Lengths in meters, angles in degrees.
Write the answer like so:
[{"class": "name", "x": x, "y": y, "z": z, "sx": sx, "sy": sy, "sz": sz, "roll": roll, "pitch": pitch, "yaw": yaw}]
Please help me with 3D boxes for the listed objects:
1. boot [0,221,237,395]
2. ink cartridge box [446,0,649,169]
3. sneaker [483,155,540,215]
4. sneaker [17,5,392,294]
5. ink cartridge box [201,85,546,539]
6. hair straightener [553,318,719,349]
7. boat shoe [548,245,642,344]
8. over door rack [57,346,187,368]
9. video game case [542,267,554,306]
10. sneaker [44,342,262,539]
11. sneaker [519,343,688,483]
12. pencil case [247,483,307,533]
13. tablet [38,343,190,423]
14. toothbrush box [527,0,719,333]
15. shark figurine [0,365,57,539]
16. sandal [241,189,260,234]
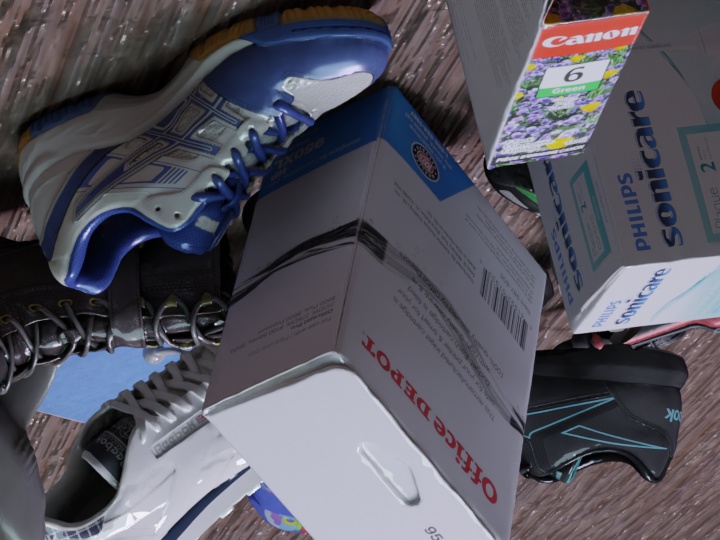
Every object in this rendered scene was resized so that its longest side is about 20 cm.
[{"class": "boot", "x": -0.141, "y": 0.026, "z": 1.338, "sx": 0.173, "sy": 0.200, "sz": 0.070, "roll": -4, "pitch": 126, "yaw": 5}, {"class": "ink cartridge box", "x": 0.078, "y": -0.134, "z": 1.141, "sx": 0.050, "sy": 0.110, "sz": 0.200, "roll": -9, "pitch": 159, "yaw": -12}, {"class": "sneaker", "x": 0.135, "y": -0.041, "z": 1.460, "sx": 0.199, "sy": 0.078, "sz": 0.085, "roll": 7, "pitch": 152, "yaw": -44}, {"class": "sneaker", "x": -0.066, "y": -0.053, "z": 1.295, "sx": 0.199, "sy": 0.089, "sz": 0.075, "roll": -25, "pitch": 155, "yaw": 24}, {"class": "ink cartridge box", "x": 0.011, "y": 0.034, "z": 1.344, "sx": 0.084, "sy": 0.201, "sz": 0.145, "roll": -24, "pitch": 122, "yaw": 28}, {"class": "hair straightener", "x": 0.202, "y": 0.036, "z": 1.734, "sx": 0.199, "sy": 0.041, "sz": 0.077, "roll": -25, "pitch": 166, "yaw": 7}, {"class": "boat shoe", "x": 0.148, "y": -0.002, "z": 1.607, "sx": 0.072, "sy": 0.068, "sz": 0.200, "roll": -50, "pitch": 168, "yaw": 2}, {"class": "over door rack", "x": -0.150, "y": 0.070, "z": 1.509, "sx": 0.200, "sy": 0.067, "sz": 0.148, "roll": -55, "pitch": 147, "yaw": 9}, {"class": "video game case", "x": 0.003, "y": 0.059, "z": 1.698, "sx": 0.181, "sy": 0.023, "sz": 0.200, "roll": -10, "pitch": 160, "yaw": -22}, {"class": "sneaker", "x": -0.092, "y": 0.082, "z": 1.469, "sx": 0.200, "sy": 0.076, "sz": 0.081, "roll": -50, "pitch": 131, "yaw": -7}, {"class": "sneaker", "x": 0.090, "y": 0.082, "z": 1.619, "sx": 0.199, "sy": 0.080, "sz": 0.075, "roll": 1, "pitch": 174, "yaw": 13}, {"class": "pencil case", "x": -0.034, "y": 0.098, "z": 1.602, "sx": 0.086, "sy": 0.079, "sz": 0.200, "roll": 5, "pitch": 165, "yaw": 1}, {"class": "tablet", "x": -0.167, "y": 0.047, "z": 1.593, "sx": 0.130, "sy": 0.014, "sz": 0.200, "roll": -24, "pitch": 156, "yaw": 26}, {"class": "toothbrush box", "x": 0.186, "y": -0.060, "z": 1.347, "sx": 0.199, "sy": 0.147, "sz": 0.085, "roll": -6, "pitch": 158, "yaw": -16}, {"class": "shark figurine", "x": -0.242, "y": 0.063, "z": 1.399, "sx": 0.129, "sy": 0.214, "sz": 0.089, "roll": -64, "pitch": 170, "yaw": 18}, {"class": "sandal", "x": 0.000, "y": 0.000, "z": 1.489, "sx": 0.045, "sy": 0.075, "sz": 0.200, "roll": -30, "pitch": 157, "yaw": 29}]
